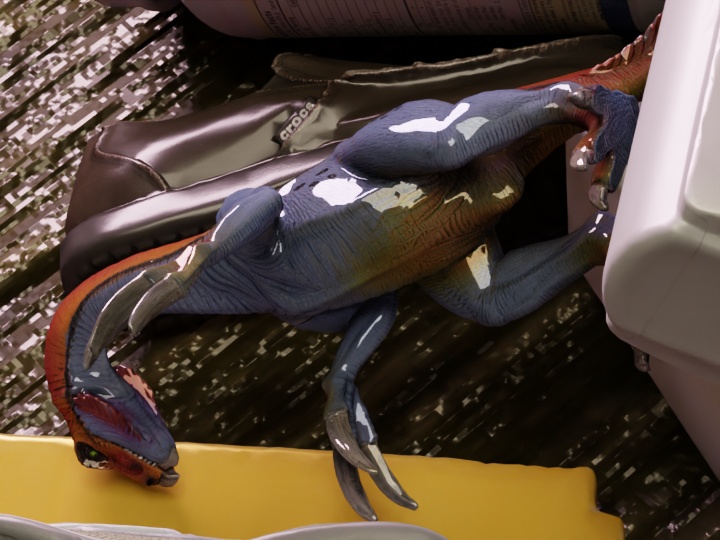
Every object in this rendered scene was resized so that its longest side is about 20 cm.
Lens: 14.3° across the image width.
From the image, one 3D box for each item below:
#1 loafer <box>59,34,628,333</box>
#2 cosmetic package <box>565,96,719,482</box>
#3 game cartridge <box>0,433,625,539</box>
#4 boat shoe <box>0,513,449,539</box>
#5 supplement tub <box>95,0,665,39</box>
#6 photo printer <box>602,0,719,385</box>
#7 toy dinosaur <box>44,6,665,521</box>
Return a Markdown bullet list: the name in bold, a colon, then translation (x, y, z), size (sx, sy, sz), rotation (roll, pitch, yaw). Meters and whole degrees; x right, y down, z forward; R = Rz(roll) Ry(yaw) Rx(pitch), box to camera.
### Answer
- **loafer**: translation (-0.001, -0.043, 0.892), size (0.199, 0.073, 0.072), rotation (-13, 58, -3)
- **cosmetic package**: translation (0.150, 0.023, 0.828), size (0.107, 0.085, 0.201), rotation (-23, 57, -10)
- **game cartridge**: translation (-0.027, 0.132, 0.810), size (0.198, 0.033, 0.177), rotation (4, 57, 5)
- **boat shoe**: translation (-0.061, 0.104, 0.783), size (0.200, 0.065, 0.075), rotation (-6, 75, 7)
- **supplement tub**: translation (0.012, -0.146, 0.910), size (0.198, 0.145, 0.146), rotation (1, 57, 14)
- **photo printer**: translation (0.158, -0.045, 0.767), size (0.165, 0.070, 0.201), rotation (20, 52, -6)
- **toy dinosaur**: translation (0.000, 0.000, 0.819), size (0.180, 0.106, 0.200), rotation (-4, 32, 32)
